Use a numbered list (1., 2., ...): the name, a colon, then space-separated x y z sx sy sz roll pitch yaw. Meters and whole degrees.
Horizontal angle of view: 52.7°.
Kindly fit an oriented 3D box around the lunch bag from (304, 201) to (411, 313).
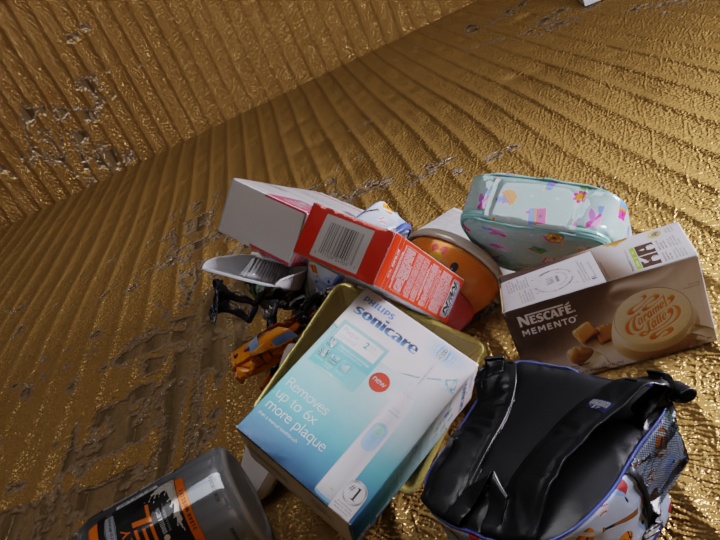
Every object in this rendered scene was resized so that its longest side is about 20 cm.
1. lunch bag: 0.000 0.000 1.025 0.160 0.200 0.076 -35 68 -26

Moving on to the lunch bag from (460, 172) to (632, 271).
1. lunch bag: 0.234 -0.044 0.902 0.199 0.160 0.077 13 70 29

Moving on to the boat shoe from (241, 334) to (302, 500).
1. boat shoe: -0.068 0.186 0.874 0.075 0.093 0.201 1 66 54

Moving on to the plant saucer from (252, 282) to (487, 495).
1. plant saucer: 0.014 0.132 0.820 0.199 0.049 0.200 23 57 18

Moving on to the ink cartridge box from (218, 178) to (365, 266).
1. ink cartridge box: -0.083 -0.067 1.067 0.146 0.083 0.200 25 13 30

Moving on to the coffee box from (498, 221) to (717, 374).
1. coffee box: 0.263 0.040 0.789 0.199 0.115 0.080 -18 27 16

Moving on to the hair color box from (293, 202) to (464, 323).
1. hair color box: 0.027 -0.004 0.820 0.111 0.200 0.064 22 86 31

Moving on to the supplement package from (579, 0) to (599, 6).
1. supplement package: 0.676 -0.863 2.118 0.117 0.118 0.200 -18 26 15

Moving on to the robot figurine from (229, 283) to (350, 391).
1. robot figurine: -0.060 0.103 0.951 0.200 0.145 0.058 -30 35 9

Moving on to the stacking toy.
1. stacking toy: 0.085 0.059 0.942 0.146 0.146 0.200 7 59 49

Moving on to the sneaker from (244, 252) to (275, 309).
1. sneaker: -0.123 -0.029 1.271 0.200 0.085 0.078 -50 24 -26

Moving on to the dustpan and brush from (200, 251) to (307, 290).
1. dustpan and brush: -0.111 -0.006 1.049 0.139 0.057 0.200 13 0 32

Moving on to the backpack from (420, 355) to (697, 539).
1. backpack: 0.151 0.174 0.595 0.190 0.155 0.200 -33 19 -34

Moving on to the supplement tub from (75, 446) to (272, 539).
1. supplement tub: -0.202 0.281 0.748 0.200 0.123 0.123 -29 26 -6

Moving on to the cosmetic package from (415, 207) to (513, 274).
1. cosmetic package: 0.166 -0.035 1.093 0.082 0.051 0.200 -33 26 -10

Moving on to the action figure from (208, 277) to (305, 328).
1. action figure: -0.127 0.062 1.111 0.199 0.119 0.102 2 62 -19

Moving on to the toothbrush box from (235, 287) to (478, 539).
1. toothbrush box: 0.001 0.141 0.729 0.146 0.085 0.200 35 64 22

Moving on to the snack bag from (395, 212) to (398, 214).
1. snack bag: -0.010 -0.038 1.297 0.188 0.021 0.200 -20 26 13
